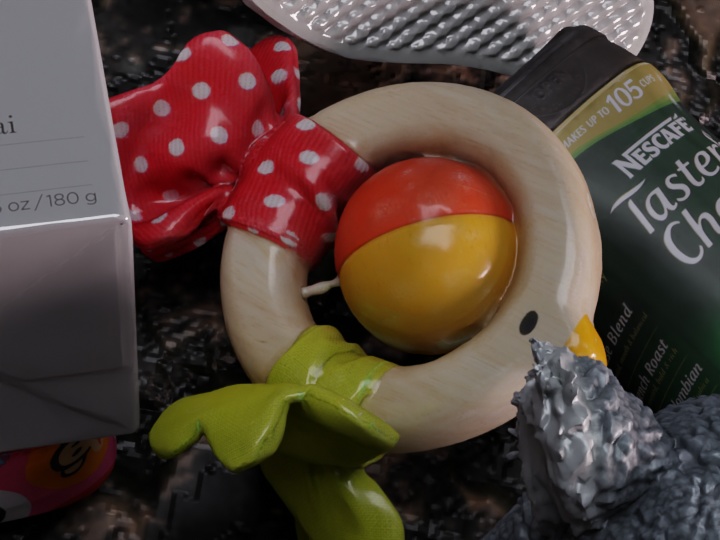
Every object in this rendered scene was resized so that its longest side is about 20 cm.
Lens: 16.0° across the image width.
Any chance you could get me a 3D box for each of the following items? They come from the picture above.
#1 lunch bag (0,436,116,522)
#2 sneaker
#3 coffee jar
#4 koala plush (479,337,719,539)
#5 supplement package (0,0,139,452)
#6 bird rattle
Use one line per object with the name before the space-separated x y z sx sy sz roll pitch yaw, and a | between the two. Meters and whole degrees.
lunch bag | -0.179 -0.003 0.867 0.175 0.082 0.201 -10 58 -11
sneaker | 0.013 -0.120 0.948 0.200 0.079 0.079 15 20 -39
coffee jar | 0.116 0.003 0.904 0.200 0.085 0.104 39 59 17
koala plush | 0.094 0.104 0.764 0.177 0.200 0.184 23 56 7
supplement package | -0.141 -0.056 0.783 0.121 0.120 0.201 -8 57 -8
bird rattle | 0.000 0.000 0.860 0.162 0.113 0.201 -16 54 8
